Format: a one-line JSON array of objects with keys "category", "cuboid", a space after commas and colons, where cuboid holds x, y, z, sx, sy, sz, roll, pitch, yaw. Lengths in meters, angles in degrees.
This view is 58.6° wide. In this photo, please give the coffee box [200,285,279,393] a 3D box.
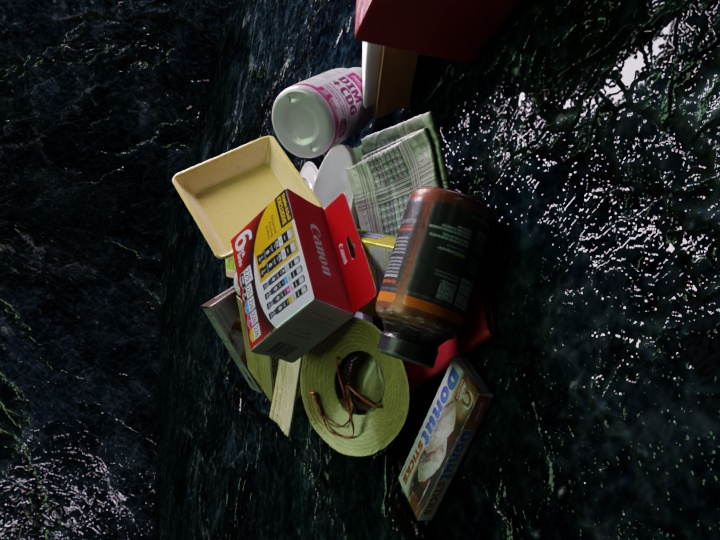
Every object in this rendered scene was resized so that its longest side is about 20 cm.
[{"category": "coffee box", "cuboid": [-0.211, 0.126, 1.277, 0.201, 0.114, 0.080, 62, 157, -11]}]

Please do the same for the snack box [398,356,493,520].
[{"category": "snack box", "cuboid": [0.101, 0.209, 0.789, 0.072, 0.024, 0.201, -121, 45, -56]}]

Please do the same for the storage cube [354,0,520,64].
[{"category": "storage cube", "cuboid": [0.100, -0.392, 0.799, 0.180, 0.199, 0.172, 135, 137, -62]}]

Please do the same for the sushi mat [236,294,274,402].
[{"category": "sushi mat", "cuboid": [-0.171, 0.134, 1.069, 0.096, 0.012, 0.201, 48, 150, 35]}]

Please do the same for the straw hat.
[{"category": "straw hat", "cuboid": [0.009, 0.155, 0.912, 0.200, 0.085, 0.203, 5, 99, 37]}]

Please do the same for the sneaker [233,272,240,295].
[{"category": "sneaker", "cuboid": [-0.117, 0.010, 1.121, 0.088, 0.199, 0.081, 135, 128, -66]}]

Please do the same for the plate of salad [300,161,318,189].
[{"category": "plate of salad", "cuboid": [-0.091, -0.115, 1.283, 0.200, 0.048, 0.202, 176, 90, -68]}]

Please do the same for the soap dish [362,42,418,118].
[{"category": "soap dish", "cuboid": [0.045, -0.352, 0.968, 0.200, 0.081, 0.158, 99, 172, -69]}]

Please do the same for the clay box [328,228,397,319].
[{"category": "clay box", "cuboid": [0.000, 0.000, 0.944, 0.199, 0.047, 0.116, 17, 118, 47]}]

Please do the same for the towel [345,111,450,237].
[{"category": "towel", "cuboid": [0.053, -0.103, 0.902, 0.192, 0.034, 0.201, -11, 89, 56]}]

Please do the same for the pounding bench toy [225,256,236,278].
[{"category": "pounding bench toy", "cuboid": [-0.174, -0.091, 1.221, 0.124, 0.155, 0.202, -179, 85, -70]}]

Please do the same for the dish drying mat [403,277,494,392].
[{"category": "dish drying mat", "cuboid": [0.107, 0.089, 0.827, 0.200, 0.018, 0.077, -48, 40, 50]}]

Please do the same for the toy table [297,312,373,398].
[{"category": "toy table", "cuboid": [-0.066, 0.141, 1.069, 0.184, 0.116, 0.201, -153, 72, -65]}]

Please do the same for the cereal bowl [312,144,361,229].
[{"category": "cereal bowl", "cuboid": [-0.017, -0.106, 1.084, 0.200, 0.083, 0.201, -35, 51, 57]}]

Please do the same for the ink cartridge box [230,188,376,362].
[{"category": "ink cartridge box", "cuboid": [-0.085, -0.006, 0.899, 0.175, 0.084, 0.201, -39, 50, 25]}]

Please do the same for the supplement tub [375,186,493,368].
[{"category": "supplement tub", "cuboid": [0.081, 0.010, 0.762, 0.107, 0.106, 0.201, 2, 72, 65]}]

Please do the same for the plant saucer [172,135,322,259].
[{"category": "plant saucer", "cuboid": [-0.195, -0.121, 1.116, 0.200, 0.199, 0.049, 54, 161, 26]}]

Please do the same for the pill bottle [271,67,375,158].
[{"category": "pill bottle", "cuboid": [-0.047, -0.268, 1.061, 0.200, 0.113, 0.114, -44, -12, -51]}]

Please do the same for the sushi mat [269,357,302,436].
[{"category": "sushi mat", "cuboid": [-0.109, 0.144, 0.987, 0.096, 0.012, 0.201, 12, 94, 64]}]
